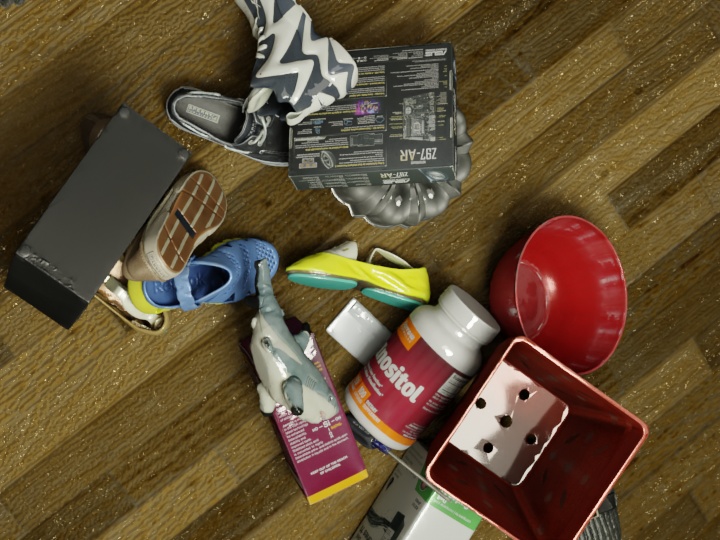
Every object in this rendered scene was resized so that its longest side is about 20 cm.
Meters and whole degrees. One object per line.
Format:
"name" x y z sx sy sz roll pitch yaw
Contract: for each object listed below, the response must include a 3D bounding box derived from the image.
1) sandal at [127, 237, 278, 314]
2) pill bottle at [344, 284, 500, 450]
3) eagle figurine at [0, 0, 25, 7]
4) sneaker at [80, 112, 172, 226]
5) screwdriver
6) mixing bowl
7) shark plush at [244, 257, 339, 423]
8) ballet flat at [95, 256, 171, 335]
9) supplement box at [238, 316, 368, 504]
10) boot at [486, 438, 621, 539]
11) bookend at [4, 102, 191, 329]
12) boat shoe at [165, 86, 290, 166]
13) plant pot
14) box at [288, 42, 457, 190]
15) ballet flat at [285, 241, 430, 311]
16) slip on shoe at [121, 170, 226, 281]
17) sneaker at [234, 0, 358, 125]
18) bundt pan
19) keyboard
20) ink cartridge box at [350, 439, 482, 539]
"sandal" -0.175 0.009 1.402 0.198 0.087 0.081 -20 101 -38
"pill bottle" 0.080 0.119 1.474 0.113 0.113 0.200 37 103 -17
"eagle figurine" -0.392 -0.402 1.282 0.150 0.150 0.203 6 87 -25
"sneaker" -0.271 -0.105 1.396 0.070 0.075 0.202 -34 128 -18
"screwdriver" 0.049 0.237 1.477 0.029 0.199 0.028 -23 130 -40
"mixing bowl" 0.239 0.036 1.509 0.198 0.108 0.203 5 82 -35
"shark plush" -0.092 0.088 1.377 0.083 0.091 0.202 -20 82 -31
"ballet flat" -0.303 0.006 1.402 0.199 0.063 0.069 40 87 -17
"supplement box" -0.072 0.173 1.466 0.085 0.110 0.202 -23 104 -11
"boot" 0.264 0.316 1.594 0.208 0.079 0.160 -4 100 -14
"bookend" -0.295 -0.053 1.293 0.092 0.198 0.201 35 70 -11
"boat shoe" -0.137 -0.175 1.412 0.198 0.068 0.073 19 94 -17
"plant pot" 0.198 0.203 1.437 0.199 0.176 0.201 35 91 -7
"box" 0.015 -0.183 1.383 0.197 0.044 0.163 -3 71 10
"ballet flat" 0.000 0.000 1.488 0.197 0.067 0.068 14 75 -19
"slip on shoe" -0.215 -0.050 1.355 0.060 0.201 0.076 -21 117 26
"sneaker" -0.111 -0.249 1.363 0.129 0.080 0.199 -42 80 -13
"bundt pan" 0.055 -0.147 1.464 0.199 0.076 0.205 -3 100 -15
"keyboard" 0.042 0.122 1.542 0.200 0.011 0.056 43 92 -17
"ink cartridge box" 0.067 0.340 1.513 0.083 0.147 0.201 32 89 -17
